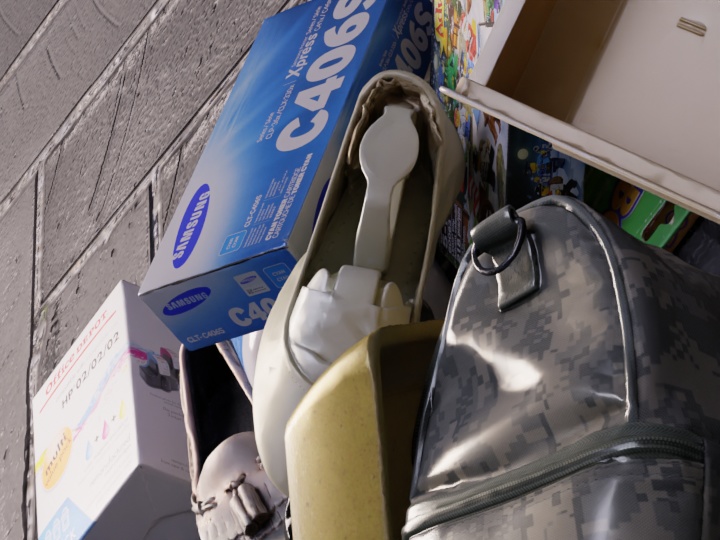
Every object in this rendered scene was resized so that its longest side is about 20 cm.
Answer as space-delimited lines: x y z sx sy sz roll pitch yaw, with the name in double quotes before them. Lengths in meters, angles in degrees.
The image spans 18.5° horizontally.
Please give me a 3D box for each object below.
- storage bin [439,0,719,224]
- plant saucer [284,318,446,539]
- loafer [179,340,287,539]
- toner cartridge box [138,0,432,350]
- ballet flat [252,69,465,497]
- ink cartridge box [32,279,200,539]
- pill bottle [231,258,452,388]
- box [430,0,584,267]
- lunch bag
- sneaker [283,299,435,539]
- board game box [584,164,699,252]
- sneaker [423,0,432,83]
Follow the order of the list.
"storage bin" 0.156 -0.119 0.838 0.198 0.094 0.201 27 94 29
"plant saucer" 0.022 0.119 0.828 0.048 0.200 0.202 -4 89 18
"loafer" -0.060 0.097 1.094 0.072 0.063 0.200 -35 28 7
"toner cartridge box" -0.030 -0.057 1.066 0.094 0.043 0.201 -19 36 36
"ballet flat" 0.000 0.000 0.928 0.069 0.069 0.201 -30 38 49
"ink cartridge box" -0.141 0.092 1.324 0.115 0.067 0.201 -50 31 28
"pill bottle" -0.013 0.017 1.107 0.113 0.112 0.200 -56 29 18
"box" 0.066 -0.096 1.009 0.137 0.037 0.202 -130 40 -70
"lunch bag" 0.116 0.078 0.741 0.139 0.199 0.169 -27 50 47
"sneaker" 0.002 0.103 0.954 0.075 0.079 0.201 -6 55 25
"board game box" 0.122 -0.071 1.028 0.096 0.030 0.201 -55 27 23
"sneaker" 0.042 -0.163 1.185 0.200 0.076 0.112 -33 50 56
